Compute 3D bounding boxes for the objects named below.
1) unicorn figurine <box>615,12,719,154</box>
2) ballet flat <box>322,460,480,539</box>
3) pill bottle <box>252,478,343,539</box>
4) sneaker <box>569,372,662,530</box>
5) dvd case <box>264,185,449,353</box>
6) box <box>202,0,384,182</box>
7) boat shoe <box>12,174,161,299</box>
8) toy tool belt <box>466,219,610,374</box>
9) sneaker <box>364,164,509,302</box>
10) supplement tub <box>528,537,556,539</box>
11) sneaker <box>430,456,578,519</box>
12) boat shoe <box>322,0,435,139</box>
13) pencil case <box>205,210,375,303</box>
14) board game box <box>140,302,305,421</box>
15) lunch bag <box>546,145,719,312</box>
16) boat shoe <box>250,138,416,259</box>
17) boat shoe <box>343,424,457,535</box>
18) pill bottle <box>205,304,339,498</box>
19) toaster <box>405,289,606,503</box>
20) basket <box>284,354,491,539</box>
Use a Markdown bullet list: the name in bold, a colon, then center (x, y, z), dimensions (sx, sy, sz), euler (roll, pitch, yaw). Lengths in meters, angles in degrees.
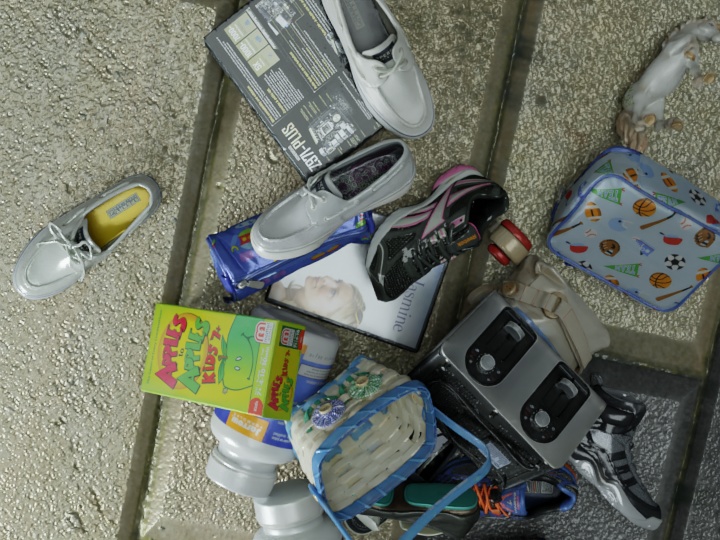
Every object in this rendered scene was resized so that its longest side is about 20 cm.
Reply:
- **unicorn figurine**: center (0.364, -0.230, 1.296), dimensions (0.199, 0.138, 0.074), euler (-39, 110, 15)
- **ballet flat**: center (0.039, 0.271, 1.294), dimensions (0.196, 0.068, 0.069), euler (15, 122, 4)
- **pill bottle**: center (-0.068, 0.356, 1.321), dimensions (0.110, 0.112, 0.204), euler (-10, 99, -5)
- **sneaker**: center (0.320, 0.218, 1.362), dimensions (0.200, 0.076, 0.114), euler (44, 94, -7)
- **dvd case**: center (0.000, 0.000, 1.330), dimensions (0.197, 0.018, 0.145), euler (19, 94, -8)
- **box**: center (-0.055, -0.225, 1.260), dimensions (0.163, 0.086, 0.201), euler (-38, 100, -1)
- **boat shoe**: center (-0.309, -0.034, 1.258), dimensions (0.200, 0.086, 0.075), euler (-34, 100, -1)
- **toy tool belt**: center (0.189, 0.051, 1.301), dimensions (0.123, 0.125, 0.200), euler (-44, 112, 1)
- **sneaker**: center (0.090, -0.042, 1.263), dimensions (0.200, 0.086, 0.081), euler (-48, 130, -17)
- **supplement tub**: center (0.153, 0.404, 1.335), dimensions (0.196, 0.144, 0.147), euler (-7, 98, -5)
- **sneaker**: center (0.172, 0.266, 1.352), dimensions (0.196, 0.078, 0.077), euler (-7, 97, -5)
- **boat shoe**: center (0.022, -0.232, 1.191), dimensions (0.071, 0.066, 0.203), euler (-25, 99, -3)
- **pencil case**: center (-0.077, -0.034, 1.264), dimensions (0.197, 0.087, 0.079), euler (-23, 133, -4)
- **board game box**: center (-0.155, 0.098, 1.238), dimensions (0.047, 0.197, 0.104), euler (15, 83, -50)
- **lunch bag**: center (0.319, -0.045, 1.305), dimensions (0.198, 0.076, 0.161), euler (29, 134, -7)
- **boat shoe**: center (-0.030, -0.079, 1.198), dimensions (0.197, 0.069, 0.073), euler (-22, 64, -3)
- **boat shoe**: center (0.051, 0.239, 1.345), dimensions (0.075, 0.062, 0.200), euler (43, 92, -11)
- **pill bottle**: center (-0.107, 0.152, 1.290), dimensions (0.110, 0.112, 0.203), euler (20, 94, -8)
- **toaster**: center (0.153, 0.141, 1.245), dimensions (0.181, 0.200, 0.119), euler (46, 67, 5)
- **basket**: center (0.018, 0.201, 1.203), dimensions (0.175, 0.199, 0.140), euler (-36, 142, -21)
